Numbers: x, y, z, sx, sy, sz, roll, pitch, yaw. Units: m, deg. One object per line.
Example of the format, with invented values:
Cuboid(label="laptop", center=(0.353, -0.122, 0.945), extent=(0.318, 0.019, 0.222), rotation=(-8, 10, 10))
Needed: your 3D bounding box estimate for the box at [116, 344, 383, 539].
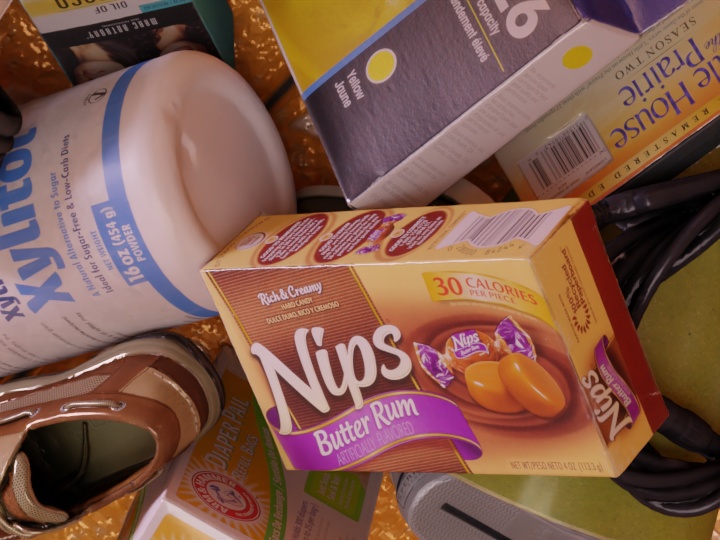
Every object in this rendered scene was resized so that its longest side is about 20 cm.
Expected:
Cuboid(label="box", center=(-0.063, 0.140, 1.383), extent=(0.112, 0.200, 0.101), rotation=(29, 111, -6))

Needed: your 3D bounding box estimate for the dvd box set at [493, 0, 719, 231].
Cuboid(label="dvd box set", center=(0.107, -0.129, 1.288), extent=(0.146, 0.029, 0.200), rotation=(-37, 62, 17))

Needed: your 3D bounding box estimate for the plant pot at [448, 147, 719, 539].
Cuboid(label="plant pot", center=(0.126, 0.014, 1.343), extent=(0.187, 0.187, 0.200), rotation=(21, 97, -3))

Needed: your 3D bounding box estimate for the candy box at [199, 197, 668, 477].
Cuboid(label="candy box", center=(0.031, 0.032, 1.219), extent=(0.200, 0.056, 0.117), rotation=(-2, 120, 40))

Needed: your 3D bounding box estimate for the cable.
Cuboid(label="cable", center=(0.188, 0.029, 1.260), extent=(0.200, 0.051, 0.164), rotation=(-13, 100, -26))

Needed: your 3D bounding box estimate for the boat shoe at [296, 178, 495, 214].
Cuboid(label="boat shoe", center=(-0.002, -0.002, 1.337), extent=(0.072, 0.202, 0.060), rotation=(44, 64, -19))

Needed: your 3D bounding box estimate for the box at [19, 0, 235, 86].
Cuboid(label="box", center=(-0.126, -0.151, 1.295), extent=(0.082, 0.049, 0.200), rotation=(-11, 151, 10))

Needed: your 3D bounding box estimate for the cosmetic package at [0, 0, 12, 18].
Cuboid(label="cosmetic package", center=(-0.219, -0.190, 1.190), extent=(0.105, 0.200, 0.071), rotation=(-59, 139, -8))

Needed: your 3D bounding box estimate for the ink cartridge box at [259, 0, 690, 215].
Cuboid(label="ink cartridge box", center=(0.047, -0.152, 1.273), extent=(0.200, 0.198, 0.047), rotation=(-39, 140, 20))

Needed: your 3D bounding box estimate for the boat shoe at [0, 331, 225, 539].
Cuboid(label="boat shoe", center=(-0.159, 0.094, 1.320), extent=(0.200, 0.074, 0.076), rotation=(-30, 106, 32))

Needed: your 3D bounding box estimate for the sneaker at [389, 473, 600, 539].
Cuboid(label="sneaker", center=(0.094, 0.141, 1.442), extent=(0.073, 0.071, 0.200), rotation=(-43, 122, 14))

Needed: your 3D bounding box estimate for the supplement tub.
Cuboid(label="supplement tub", center=(-0.145, -0.024, 1.339), extent=(0.200, 0.132, 0.132), rotation=(-17, 109, 28))

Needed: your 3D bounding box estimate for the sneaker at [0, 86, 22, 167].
Cuboid(label="sneaker", center=(-0.247, -0.098, 1.262), extent=(0.200, 0.071, 0.099), rotation=(38, 99, -7))
